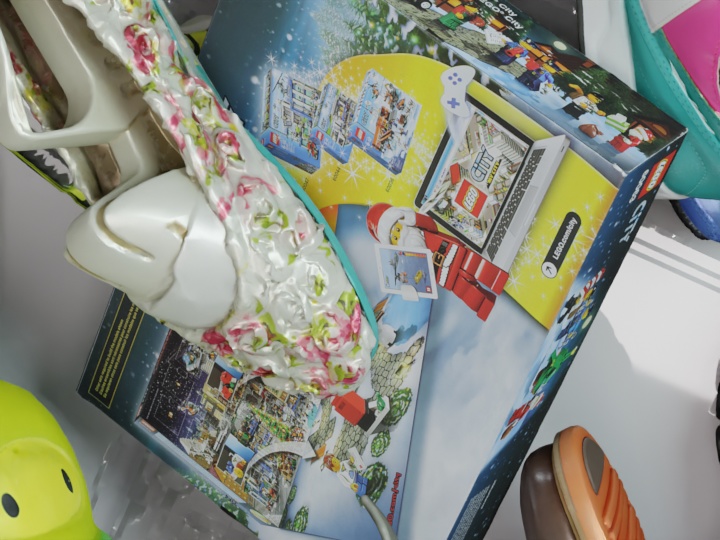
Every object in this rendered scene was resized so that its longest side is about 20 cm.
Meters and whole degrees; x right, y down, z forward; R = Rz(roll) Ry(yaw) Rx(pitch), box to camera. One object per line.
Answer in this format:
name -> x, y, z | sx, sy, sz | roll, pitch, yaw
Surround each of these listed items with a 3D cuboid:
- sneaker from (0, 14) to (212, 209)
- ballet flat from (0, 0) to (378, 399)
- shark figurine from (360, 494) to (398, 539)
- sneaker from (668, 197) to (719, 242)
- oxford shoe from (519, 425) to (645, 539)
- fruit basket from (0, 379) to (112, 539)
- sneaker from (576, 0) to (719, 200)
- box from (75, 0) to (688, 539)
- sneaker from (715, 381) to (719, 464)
sneaker -> -0.126, -0.102, 0.935 | 0.200, 0.075, 0.076 | 41, 85, -8
ballet flat -> -0.073, -0.038, 0.867 | 0.200, 0.064, 0.076 | 56, 139, 1
shark figurine -> -0.027, 0.150, 0.912 | 0.089, 0.214, 0.128 | -33, 95, -22
sneaker -> 0.174, -0.073, 0.889 | 0.200, 0.089, 0.079 | -37, 102, 15
oxford shoe -> 0.064, 0.146, 0.939 | 0.073, 0.071, 0.200 | -6, 105, 12
fruit basket -> -0.155, 0.049, 0.896 | 0.216, 0.216, 0.156 | 2, 107, 6
sneaker -> 0.114, -0.105, 0.816 | 0.121, 0.084, 0.200 | 5, 126, 31
box -> 0.000, 0.000, 0.899 | 0.137, 0.038, 0.200 | 38, 130, 17
sneaker -> 0.162, 0.078, 0.949 | 0.091, 0.076, 0.200 | 5, 99, -22
